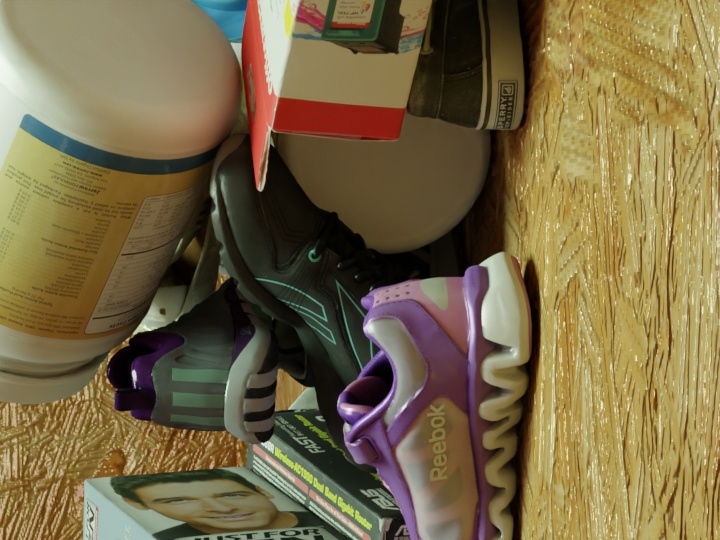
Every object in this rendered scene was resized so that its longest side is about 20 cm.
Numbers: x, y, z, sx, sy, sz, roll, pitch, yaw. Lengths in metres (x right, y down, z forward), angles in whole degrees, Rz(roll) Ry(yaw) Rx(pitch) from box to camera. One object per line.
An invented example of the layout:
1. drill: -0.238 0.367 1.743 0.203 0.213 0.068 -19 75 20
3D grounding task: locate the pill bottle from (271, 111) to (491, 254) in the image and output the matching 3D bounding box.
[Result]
1. pill bottle: 0.006 -0.085 1.598 0.200 0.112 0.114 -107 19 -76

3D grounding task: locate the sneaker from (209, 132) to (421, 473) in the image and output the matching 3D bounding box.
1. sneaker: -0.005 0.009 1.484 0.201 0.079 0.076 58 -149 -24

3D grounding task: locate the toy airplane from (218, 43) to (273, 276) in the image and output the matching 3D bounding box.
1. toy airplane: -0.086 -0.096 1.730 0.199 0.199 0.142 48 134 22

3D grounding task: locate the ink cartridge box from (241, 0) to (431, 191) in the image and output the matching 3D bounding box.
1. ink cartridge box: -0.008 -0.145 1.395 0.117 0.067 0.201 -99 17 -48

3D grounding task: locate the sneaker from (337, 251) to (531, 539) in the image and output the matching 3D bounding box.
1. sneaker: 0.032 0.084 1.413 0.081 0.088 0.201 -102 13 -62

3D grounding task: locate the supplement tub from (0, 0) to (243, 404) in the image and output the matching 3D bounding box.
1. supplement tub: -0.158 -0.045 1.515 0.145 0.144 0.201 -95 27 -51

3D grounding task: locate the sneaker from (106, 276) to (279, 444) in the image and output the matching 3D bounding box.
1. sneaker: -0.090 0.039 1.561 0.200 0.087 0.075 -113 27 -80

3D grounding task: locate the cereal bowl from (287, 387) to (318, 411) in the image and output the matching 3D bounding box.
1. cereal bowl: -0.019 0.171 1.794 0.201 0.083 0.201 -59 -17 -30

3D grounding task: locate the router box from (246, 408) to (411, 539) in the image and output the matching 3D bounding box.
1. router box: -0.004 0.173 1.604 0.200 0.062 0.151 -149 59 -63

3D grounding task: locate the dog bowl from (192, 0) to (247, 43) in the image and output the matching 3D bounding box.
1. dog bowl: -0.031 -0.195 1.654 0.050 0.199 0.112 40 -152 -74

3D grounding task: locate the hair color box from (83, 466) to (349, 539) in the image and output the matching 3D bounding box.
1. hair color box: -0.071 0.159 1.554 0.200 0.098 0.061 -155 65 -64

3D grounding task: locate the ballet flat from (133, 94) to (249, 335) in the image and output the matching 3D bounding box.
1. ballet flat: -0.108 -0.021 1.626 0.062 0.067 0.201 -30 -28 -43

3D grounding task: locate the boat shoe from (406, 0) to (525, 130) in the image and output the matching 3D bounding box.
1. boat shoe: 0.041 -0.140 1.474 0.200 0.063 0.071 -97 9 -56

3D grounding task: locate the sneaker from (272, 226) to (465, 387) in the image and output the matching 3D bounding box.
1. sneaker: 0.000 0.000 1.646 0.200 0.108 0.071 -100 11 -57
